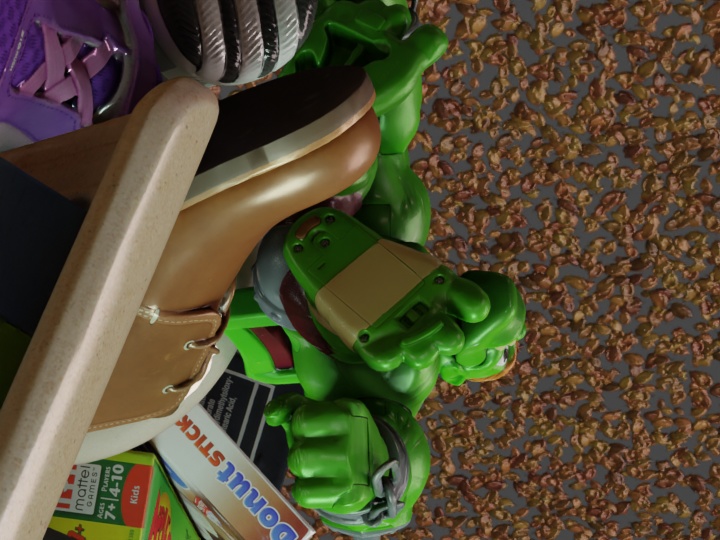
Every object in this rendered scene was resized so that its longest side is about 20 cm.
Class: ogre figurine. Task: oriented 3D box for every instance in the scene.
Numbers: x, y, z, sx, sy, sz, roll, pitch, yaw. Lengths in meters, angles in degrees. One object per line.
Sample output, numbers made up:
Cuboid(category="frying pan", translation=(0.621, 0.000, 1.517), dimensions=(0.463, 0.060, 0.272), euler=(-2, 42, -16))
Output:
Cuboid(category="ogre figurine", translation=(0.000, 0.000, 0.819), dimensions=(0.120, 0.098, 0.200), euler=(83, -12, -60))

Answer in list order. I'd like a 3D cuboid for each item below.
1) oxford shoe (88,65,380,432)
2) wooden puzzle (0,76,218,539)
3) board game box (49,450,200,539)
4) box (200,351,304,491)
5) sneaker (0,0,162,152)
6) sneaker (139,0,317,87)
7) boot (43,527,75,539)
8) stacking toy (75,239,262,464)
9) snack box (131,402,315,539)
Cuboid(category="oxford shoe", translation=(-0.058, 0.002, 0.756), dimensions=(0.200, 0.071, 0.071), euler=(-30, -168, 38))
Cuboid(category="wooden puzzle", translation=(-0.117, 0.052, 0.507), dimensions=(0.200, 0.046, 0.185), euler=(-15, -131, 58))
Cuboid(category="board game box", translation=(-0.092, 0.138, 0.951), dimensions=(0.200, 0.048, 0.102), euler=(79, 18, -71))
Cuboid(category="box", translation=(-0.151, 0.119, 1.155), dimensions=(0.123, 0.198, 0.200), euler=(124, -15, -58))
Cuboid(category="sneaker", translation=(-0.097, -0.062, 0.722), dimensions=(0.200, 0.088, 0.081), euler=(-174, -74, -85))
Cuboid(category="sneaker", translation=(-0.074, -0.148, 0.823), dimensions=(0.115, 0.075, 0.200), euler=(159, -74, -64))
Cuboid(category="boot", translation=(-0.146, 0.148, 0.572), dimensions=(0.174, 0.069, 0.200), euler=(-16, -141, 49))
Cuboid(category="stacking toy", translation=(-0.131, -0.010, 0.923), dimensions=(0.200, 0.146, 0.146), euler=(4, -107, 68))
Cuboid(category="snack box", translation=(-0.067, 0.075, 0.982), dimensions=(0.024, 0.072, 0.200), euler=(-42, -173, -11))
